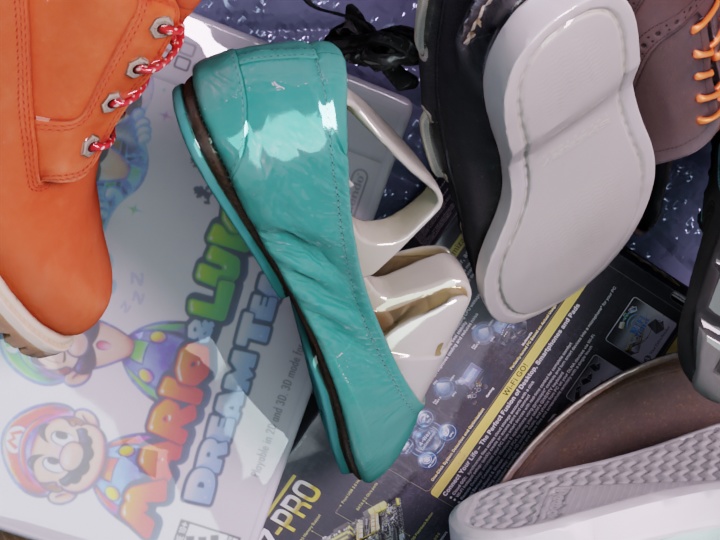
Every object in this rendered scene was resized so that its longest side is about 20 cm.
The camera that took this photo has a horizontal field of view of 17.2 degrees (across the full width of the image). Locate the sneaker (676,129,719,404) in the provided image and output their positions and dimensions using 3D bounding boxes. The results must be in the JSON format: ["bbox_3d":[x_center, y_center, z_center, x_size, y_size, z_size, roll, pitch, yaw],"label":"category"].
[{"bbox_3d":[0.163,-0.040,0.875,0.075,0.079,0.200,32,75,-22],"label":"sneaker"}]

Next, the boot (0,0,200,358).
[{"bbox_3d":[-0.094,-0.061,0.777,0.107,0.075,0.200,-9,122,3],"label":"boot"}]

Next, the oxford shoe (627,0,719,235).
[{"bbox_3d":[0.109,-0.088,0.838,0.073,0.200,0.071,39,58,13],"label":"oxford shoe"}]

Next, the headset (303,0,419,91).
[{"bbox_3d":[0.050,-0.156,0.838,0.123,0.094,0.200,35,89,-23],"label":"headset"}]

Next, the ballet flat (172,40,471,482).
[{"bbox_3d":[0.000,0.000,0.818,0.070,0.067,0.200,-18,134,5],"label":"ballet flat"}]

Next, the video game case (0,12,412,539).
[{"bbox_3d":[-0.095,0.000,0.867,0.182,0.024,0.200,20,89,-19],"label":"video game case"}]

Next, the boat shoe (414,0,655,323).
[{"bbox_3d":[0.054,-0.049,0.814,0.074,0.060,0.200,-34,154,-9],"label":"boat shoe"}]

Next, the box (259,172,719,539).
[{"bbox_3d":[0.049,0.073,0.945,0.161,0.049,0.200,30,100,-24],"label":"box"}]

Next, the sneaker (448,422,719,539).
[{"bbox_3d":[0.138,0.124,0.888,0.200,0.074,0.118,-11,108,-4],"label":"sneaker"}]

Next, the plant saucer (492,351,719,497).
[{"bbox_3d":[0.127,0.116,0.941,0.200,0.032,0.201,-7,113,-17],"label":"plant saucer"}]

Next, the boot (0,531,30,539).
[{"bbox_3d":[-0.126,0.186,0.927,0.155,0.074,0.200,-31,101,-5],"label":"boot"}]
